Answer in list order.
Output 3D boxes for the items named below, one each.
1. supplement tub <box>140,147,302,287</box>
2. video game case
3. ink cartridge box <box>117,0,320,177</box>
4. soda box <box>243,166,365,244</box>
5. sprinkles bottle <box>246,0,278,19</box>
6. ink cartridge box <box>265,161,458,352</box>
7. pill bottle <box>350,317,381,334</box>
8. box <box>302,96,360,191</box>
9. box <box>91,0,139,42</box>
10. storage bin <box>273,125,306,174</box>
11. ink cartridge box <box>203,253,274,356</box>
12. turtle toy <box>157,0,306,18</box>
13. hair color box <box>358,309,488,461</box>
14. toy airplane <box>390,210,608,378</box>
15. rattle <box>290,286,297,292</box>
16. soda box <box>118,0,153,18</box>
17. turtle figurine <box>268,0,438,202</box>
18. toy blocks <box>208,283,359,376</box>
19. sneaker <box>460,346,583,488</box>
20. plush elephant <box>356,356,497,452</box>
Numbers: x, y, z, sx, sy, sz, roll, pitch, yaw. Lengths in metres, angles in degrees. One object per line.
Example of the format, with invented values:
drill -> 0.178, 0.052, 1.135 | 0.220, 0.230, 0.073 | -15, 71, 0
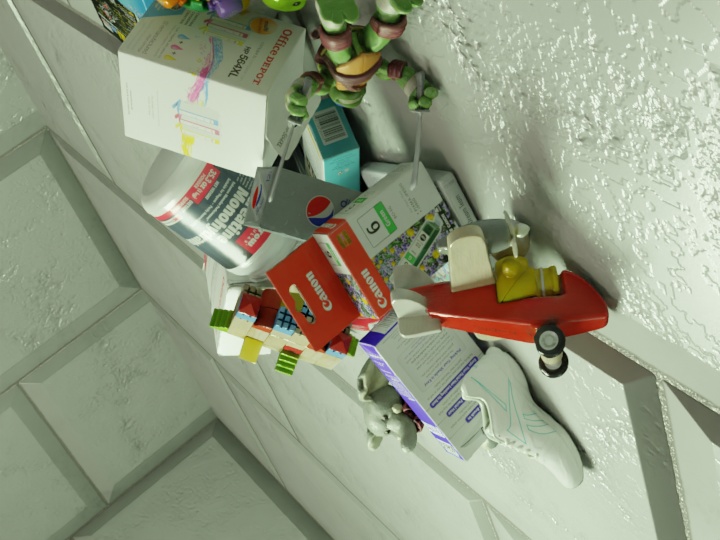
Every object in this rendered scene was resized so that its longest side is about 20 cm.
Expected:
supplement tub -> -0.164, -0.084, 1.417 | 0.199, 0.142, 0.140 | 36, 171, -26
video game case -> 0.089, -0.040, 1.302 | 0.184, 0.024, 0.199 | 60, 162, -21
ink cartridge box -> -0.150, -0.206, 1.243 | 0.196, 0.130, 0.126 | 17, 140, 8
soda box -> -0.024, -0.056, 1.228 | 0.197, 0.070, 0.063 | 14, 179, -24
sprinkles bottle -> -0.126, -0.271, 1.348 | 0.068, 0.068, 0.201 | 46, 162, 20
ink cartridge box -> 0.009, -0.014, 1.181 | 0.110, 0.199, 0.050 | 57, 161, -16
pill bottle -> 0.000, 0.000, 1.423 | 0.112, 0.112, 0.200 | 46, 170, 20
box -> -0.035, -0.121, 1.395 | 0.201, 0.048, 0.083 | 89, 160, -63
box -> -0.366, -0.414, 1.743 | 0.199, 0.049, 0.161 | 40, 161, 37
storage bin -> -0.177, -0.174, 1.562 | 0.199, 0.134, 0.147 | 35, 156, 44
ink cartridge box -> -0.169, 0.000, 1.594 | 0.202, 0.083, 0.147 | -103, 20, -43
turtle toy -> -0.140, -0.322, 1.157 | 0.102, 0.196, 0.147 | -91, 12, -49
hair color box -> 0.101, 0.130, 1.424 | 0.201, 0.109, 0.065 | 51, 165, -15
toy airplane -> 0.125, 0.014, 1.117 | 0.197, 0.143, 0.199 | 25, 159, -24
rattle -> -0.082, -0.065, 1.643 | 0.201, 0.128, 0.145 | -106, 4, -54
soda box -> -0.327, -0.424, 1.584 | 0.200, 0.067, 0.065 | 41, 159, 35
turtle figurine -> 0.005, -0.177, 1.066 | 0.141, 0.203, 0.195 | 15, 153, 2
toy blocks -> -0.086, 0.067, 1.421 | 0.197, 0.102, 0.137 | 20, 161, -8
sneaker -> 0.197, 0.196, 1.386 | 0.201, 0.080, 0.070 | 52, 161, 0
plush elephant -> 0.072, 0.186, 1.564 | 0.199, 0.154, 0.166 | 36, 156, 43
